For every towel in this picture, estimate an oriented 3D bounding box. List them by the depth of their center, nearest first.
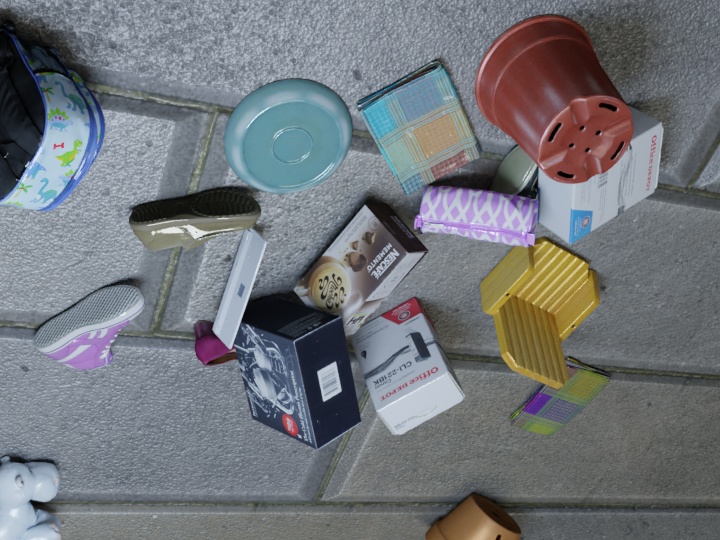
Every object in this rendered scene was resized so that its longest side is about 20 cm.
[{"bbox_3d":[0.097,-0.217,1.511,0.146,0.022,0.200,-28,133,6],"label":"towel"},{"bbox_3d":[0.420,0.269,2.039,0.143,0.023,0.200,19,122,-32],"label":"towel"}]

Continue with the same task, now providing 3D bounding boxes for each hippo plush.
[{"bbox_3d":[-0.627,0.413,1.744,0.199,0.159,0.162,4,98,-41],"label":"hippo plush"}]

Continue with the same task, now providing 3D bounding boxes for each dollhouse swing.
[{"bbox_3d":[0.343,0.078,1.745,0.199,0.176,0.182,25,118,-33],"label":"dollhouse swing"}]

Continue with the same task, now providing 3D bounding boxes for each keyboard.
[{"bbox_3d":[-0.196,0.029,1.569,0.011,0.056,0.201,-3,121,-47],"label":"keyboard"}]

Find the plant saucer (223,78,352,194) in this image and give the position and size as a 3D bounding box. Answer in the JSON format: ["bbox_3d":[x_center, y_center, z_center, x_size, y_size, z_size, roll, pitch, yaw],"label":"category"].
[{"bbox_3d":[-0.105,-0.193,1.459,0.199,0.027,0.201,-10,132,-11],"label":"plant saucer"}]

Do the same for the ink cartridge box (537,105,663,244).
[{"bbox_3d":[0.389,-0.158,1.581,0.199,0.084,0.146,-30,136,-22],"label":"ink cartridge box"}]

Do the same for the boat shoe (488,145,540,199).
[{"bbox_3d":[0.260,-0.129,1.609,0.066,0.075,0.200,8,125,-29],"label":"boat shoe"}]

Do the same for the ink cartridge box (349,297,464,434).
[{"bbox_3d":[0.079,0.167,1.711,0.144,0.200,0.084,-30,133,7],"label":"ink cartridge box"}]

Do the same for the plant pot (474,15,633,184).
[{"bbox_3d":[0.297,-0.243,1.441,0.200,0.196,0.201,-10,132,-11],"label":"plant pot"}]

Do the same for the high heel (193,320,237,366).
[{"bbox_3d":[-0.193,0.145,1.668,0.199,0.096,0.068,9,126,-25],"label":"high heel"}]

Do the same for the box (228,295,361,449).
[{"bbox_3d":[-0.109,0.165,1.599,0.104,0.182,0.201,-26,116,-35],"label":"box"}]

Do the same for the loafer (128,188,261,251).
[{"bbox_3d":[-0.250,-0.074,1.483,0.199,0.076,0.068,-5,132,-2],"label":"loafer"}]

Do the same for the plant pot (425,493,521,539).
[{"bbox_3d":[0.263,0.596,2.163,0.200,0.200,0.140,29,99,-36],"label":"plant pot"}]

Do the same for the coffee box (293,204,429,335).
[{"bbox_3d":[0.000,0.000,1.587,0.200,0.113,0.080,-48,161,22],"label":"coffee box"}]

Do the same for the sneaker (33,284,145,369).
[{"bbox_3d":[-0.415,0.097,1.575,0.200,0.073,0.114,-23,137,15],"label":"sneaker"}]

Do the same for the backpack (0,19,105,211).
[{"bbox_3d":[-0.419,-0.179,1.244,0.183,0.200,0.147,-49,147,21],"label":"backpack"}]

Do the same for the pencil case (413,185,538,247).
[{"bbox_3d":[0.187,-0.087,1.558,0.199,0.086,0.084,7,120,17],"label":"pencil case"}]
